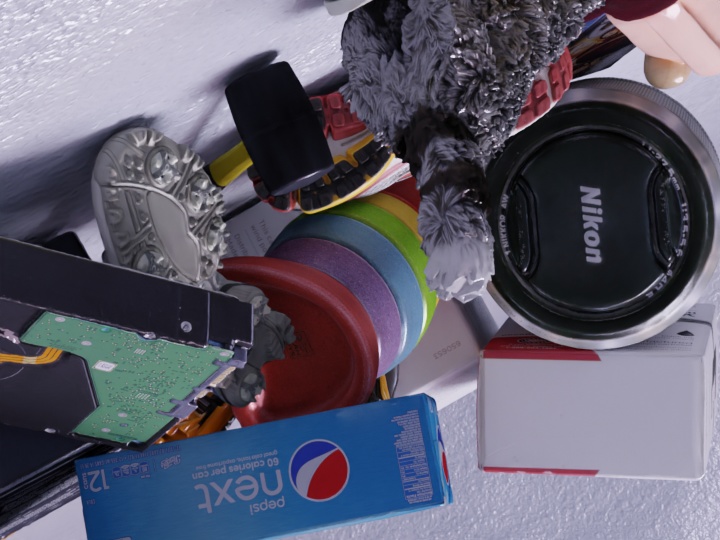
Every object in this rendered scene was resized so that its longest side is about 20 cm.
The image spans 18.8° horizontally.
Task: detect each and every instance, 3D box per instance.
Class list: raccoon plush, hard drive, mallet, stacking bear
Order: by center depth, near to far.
[{"bbox_3d":[0.068,-0.077,1.093,0.133,0.201,0.097,5,169,-38],"label":"raccoon plush"},{"bbox_3d":[-0.171,0.034,1.096,0.199,0.038,0.140,15,149,-25],"label":"hard drive"},{"bbox_3d":[-0.070,-0.047,1.199,0.041,0.066,0.200,-23,170,-29],"label":"mallet"},{"bbox_3d":[0.000,0.000,1.319,0.113,0.122,0.200,-10,-157,33],"label":"stacking bear"}]

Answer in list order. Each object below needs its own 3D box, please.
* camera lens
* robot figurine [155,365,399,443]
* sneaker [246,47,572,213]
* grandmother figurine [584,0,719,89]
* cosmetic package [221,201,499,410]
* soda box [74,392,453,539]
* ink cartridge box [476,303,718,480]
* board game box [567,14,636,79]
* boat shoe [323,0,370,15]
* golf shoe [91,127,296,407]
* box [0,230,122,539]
[{"bbox_3d":[0.154,-0.041,1.398,0.160,0.160,0.200,-31,-178,12],"label":"camera lens"},{"bbox_3d":[-0.068,0.094,1.377,0.200,0.145,0.058,-53,170,-3],"label":"robot figurine"},{"bbox_3d":[0.027,-0.094,1.267,0.199,0.078,0.082,-21,178,0],"label":"sneaker"},{"bbox_3d":[0.162,-0.158,1.220,0.121,0.061,0.200,-34,156,19],"label":"grandmother figurine"},{"bbox_3d":[-0.010,0.031,1.510,0.166,0.168,0.200,-30,171,8],"label":"cosmetic package"},{"bbox_3d":[-0.052,0.118,1.211,0.199,0.065,0.068,-11,173,6],"label":"soda box"},{"bbox_3d":[0.162,0.075,1.452,0.146,0.083,0.200,1,-171,11],"label":"ink cartridge box"},{"bbox_3d":[0.174,-0.178,1.353,0.135,0.035,0.200,-21,168,-46],"label":"board game box"},{"bbox_3d":[0.025,-0.158,0.866,0.075,0.062,0.200,-43,-174,-23],"label":"boat shoe"},{"bbox_3d":[-0.115,-0.003,1.176,0.078,0.097,0.200,-53,142,-27],"label":"golf shoe"},{"bbox_3d":[-0.241,0.095,1.259,0.199,0.124,0.198,-27,172,-28],"label":"box"}]
